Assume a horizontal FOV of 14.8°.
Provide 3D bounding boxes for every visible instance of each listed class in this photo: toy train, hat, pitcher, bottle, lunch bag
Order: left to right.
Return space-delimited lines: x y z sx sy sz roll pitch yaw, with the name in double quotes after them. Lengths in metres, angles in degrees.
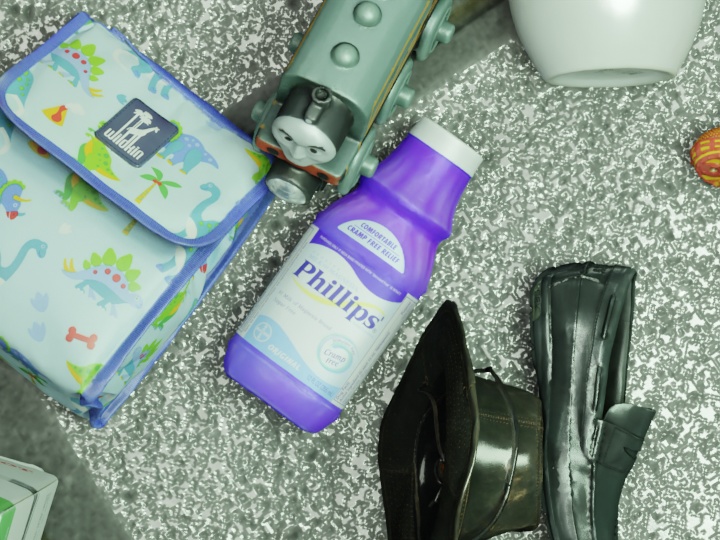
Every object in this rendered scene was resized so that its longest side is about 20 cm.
-0.165 -0.035 1.689 0.170 0.127 0.200 38 78 6 "lunch bag"
-0.001 -0.135 1.663 0.085 0.114 0.201 27 67 5 "toy train"
0.000 0.000 1.701 0.083 0.065 0.200 36 90 2 "bottle"
0.069 0.117 1.643 0.080 0.201 0.202 6 89 -13 "hat"
0.160 -0.217 1.651 0.121 0.171 0.201 1 85 -31 "pitcher"

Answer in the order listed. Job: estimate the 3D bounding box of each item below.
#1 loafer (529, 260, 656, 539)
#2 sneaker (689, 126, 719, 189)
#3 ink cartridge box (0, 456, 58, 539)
0.144 0.094 1.686 0.070 0.068 0.202 -5 84 18 "loafer"
0.297 -0.093 1.696 0.199 0.073 0.078 -12 66 -1 "sneaker"
-0.272 0.148 1.646 0.145 0.200 0.084 17 92 4 "ink cartridge box"
